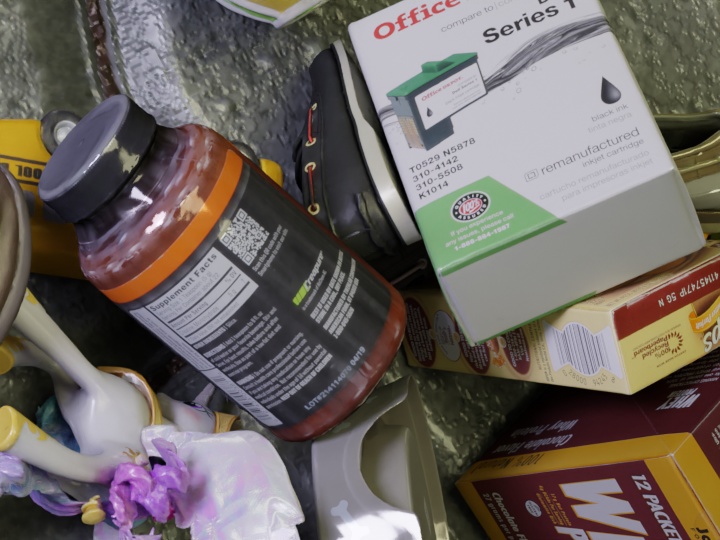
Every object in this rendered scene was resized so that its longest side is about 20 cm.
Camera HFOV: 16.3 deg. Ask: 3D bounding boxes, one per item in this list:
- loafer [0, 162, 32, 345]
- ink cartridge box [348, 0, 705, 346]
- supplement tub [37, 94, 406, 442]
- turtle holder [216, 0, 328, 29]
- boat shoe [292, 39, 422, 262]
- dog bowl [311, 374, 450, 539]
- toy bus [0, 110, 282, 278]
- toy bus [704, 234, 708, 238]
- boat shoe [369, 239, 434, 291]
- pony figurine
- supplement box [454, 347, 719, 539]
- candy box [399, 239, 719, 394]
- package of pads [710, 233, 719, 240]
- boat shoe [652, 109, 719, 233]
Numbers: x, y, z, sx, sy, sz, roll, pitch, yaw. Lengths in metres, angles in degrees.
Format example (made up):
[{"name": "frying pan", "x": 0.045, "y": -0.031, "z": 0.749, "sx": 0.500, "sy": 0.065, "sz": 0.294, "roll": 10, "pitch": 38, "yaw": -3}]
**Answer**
[{"name": "loafer", "x": -0.227, "y": 0.031, "z": 1.275, "sx": 0.071, "sy": 0.073, "sz": 0.201, "roll": 32, "pitch": 71, "yaw": -55}, {"name": "ink cartridge box", "x": 0.090, "y": -0.079, "z": 1.432, "sx": 0.084, "sy": 0.145, "sz": 0.201, "roll": 60, "pitch": 8, "yaw": -51}, {"name": "supplement tub", "x": -0.076, "y": -0.005, "z": 1.344, "sx": 0.200, "sy": 0.107, "sz": 0.107, "roll": 42, "pitch": 58, "yaw": -22}, {"name": "turtle holder", "x": -0.050, "y": -0.217, "z": 1.471, "sx": 0.140, "sy": 0.185, "sz": 0.132, "roll": -31, "pitch": 94, "yaw": -10}, {"name": "boat shoe", "x": -0.013, "y": -0.071, "z": 1.478, "sx": 0.074, "sy": 0.063, "sz": 0.202, "roll": 59, "pitch": 10, "yaw": -33}, {"name": "dog bowl", "x": 0.016, "y": 0.160, "z": 1.403, "sx": 0.058, "sy": 0.200, "sz": 0.201, "roll": -8, "pitch": 78, "yaw": 5}, {"name": "toy bus", "x": -0.144, "y": -0.038, "z": 1.417, "sx": 0.199, "sy": 0.065, "sz": 0.079, "roll": 9, "pitch": 71, "yaw": -30}, {"name": "toy bus", "x": 0.137, "y": -0.066, "z": 1.609, "sx": 0.199, "sy": 0.065, "sz": 0.079, "roll": 33, "pitch": 61, "yaw": -20}, {"name": "boat shoe", "x": 0.000, "y": 0.000, "z": 1.508, "sx": 0.199, "sy": 0.067, "sz": 0.057, "roll": -26, "pitch": 112, "yaw": -39}, {"name": "pony figurine", "x": -0.127, "y": 0.107, "z": 1.346, "sx": 0.200, "sy": 0.166, "sz": 0.194, "roll": 30, "pitch": 35, "yaw": -37}, {"name": "supplement box", "x": 0.206, "y": 0.112, "z": 1.513, "sx": 0.200, "sy": 0.197, "sz": 0.133, "roll": -43, "pitch": 107, "yaw": -34}, {"name": "candy box", "x": 0.125, "y": 0.021, "z": 1.492, "sx": 0.115, "sy": 0.199, "sz": 0.056, "roll": -24, "pitch": 108, "yaw": -34}, {"name": "package of pads", "x": 0.327, "y": -0.037, "z": 1.717, "sx": 0.199, "sy": 0.068, "sz": 0.155, "roll": -8, "pitch": 80, "yaw": -34}, {"name": "boat shoe", "x": 0.138, "y": -0.068, "z": 1.511, "sx": 0.199, "sy": 0.069, "sz": 0.075, "roll": -1, "pitch": 37, "yaw": -7}]
